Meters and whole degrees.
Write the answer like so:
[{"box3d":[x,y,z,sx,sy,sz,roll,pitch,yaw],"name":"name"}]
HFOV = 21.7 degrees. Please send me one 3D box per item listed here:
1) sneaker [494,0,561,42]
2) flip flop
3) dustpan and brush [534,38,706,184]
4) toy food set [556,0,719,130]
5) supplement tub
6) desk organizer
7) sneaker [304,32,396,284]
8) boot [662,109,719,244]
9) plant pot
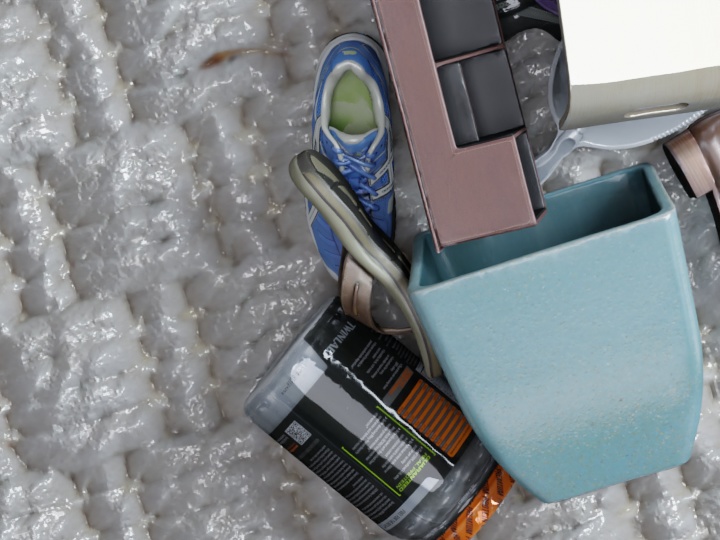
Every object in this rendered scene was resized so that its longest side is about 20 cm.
[{"box3d":[0.077,-0.206,1.437,0.200,0.076,0.088,0,105,5],"name":"sneaker"},{"box3d":[0.000,0.000,1.418,0.058,0.081,0.200,-35,107,9],"name":"flip flop"},{"box3d":[0.179,-0.125,1.438,0.140,0.057,0.200,32,129,-24],"name":"dustpan and brush"},{"box3d":[0.199,-0.209,1.353,0.143,0.060,0.200,-8,91,-12],"name":"toy food set"},{"box3d":[0.019,0.125,1.465,0.200,0.123,0.123,40,100,-2],"name":"supplement tub"},{"box3d":[0.072,-0.122,1.375,0.077,0.072,0.200,-13,97,15],"name":"desk organizer"},{"box3d":[-0.011,-0.082,1.459,0.076,0.077,0.200,-3,101,4],"name":"sneaker"},{"box3d":[0.359,-0.075,1.441,0.200,0.064,0.186,-31,102,2],"name":"boot"},{"box3d":[0.161,0.056,1.413,0.196,0.196,0.200,-18,102,7],"name":"plant pot"}]
